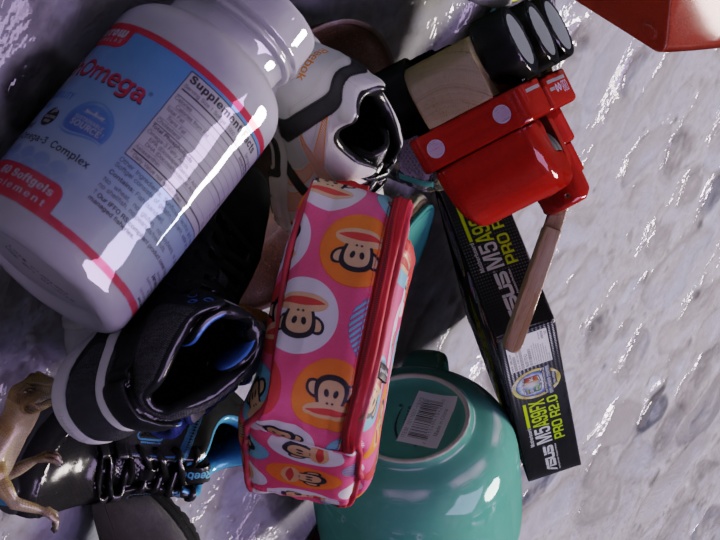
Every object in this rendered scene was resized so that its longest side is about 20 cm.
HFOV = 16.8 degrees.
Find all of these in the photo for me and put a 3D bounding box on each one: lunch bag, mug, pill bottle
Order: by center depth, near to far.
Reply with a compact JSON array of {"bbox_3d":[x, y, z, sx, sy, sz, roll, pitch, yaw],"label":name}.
[{"bbox_3d":[-0.116,-0.073,1.327,0.200,0.109,0.109,-53,152,-17],"label":"pill bottle"},{"bbox_3d":[-0.018,0.034,1.413,0.200,0.082,0.177,100,1,-70],"label":"lunch bag"},{"bbox_3d":[0.032,0.133,1.752,0.152,0.185,0.115,-23,137,-16],"label":"mug"}]

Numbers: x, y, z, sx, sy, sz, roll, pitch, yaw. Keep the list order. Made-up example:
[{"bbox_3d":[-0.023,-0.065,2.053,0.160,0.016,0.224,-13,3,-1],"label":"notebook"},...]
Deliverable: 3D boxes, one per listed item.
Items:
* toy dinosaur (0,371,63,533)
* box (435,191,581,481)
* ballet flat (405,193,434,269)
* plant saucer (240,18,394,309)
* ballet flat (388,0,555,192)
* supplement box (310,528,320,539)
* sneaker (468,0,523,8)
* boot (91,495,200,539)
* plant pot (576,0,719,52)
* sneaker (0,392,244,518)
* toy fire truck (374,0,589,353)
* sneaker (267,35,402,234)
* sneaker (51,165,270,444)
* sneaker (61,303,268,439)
[{"bbox_3d":[-0.238,0.132,1.376,0.200,0.058,0.101,-37,120,-13],"label":"toy dinosaur"},{"bbox_3d":[0.106,0.035,1.758,0.044,0.160,0.200,-19,145,-2],"label":"box"},{"bbox_3d":[0.000,0.000,1.628,0.200,0.069,0.070,-65,168,-58],"label":"ballet flat"},{"bbox_3d":[-0.052,-0.070,1.518,0.200,0.037,0.201,-41,147,-34],"label":"plant saucer"},{"bbox_3d":[0.094,-0.125,1.680,0.200,0.072,0.072,-49,150,-23],"label":"ballet flat"},{"bbox_3d":[-0.017,0.278,1.820,0.200,0.109,0.061,-57,153,-7],"label":"supplement box"},{"bbox_3d":[0.063,-0.226,1.526,0.200,0.076,0.105,-4,118,-58],"label":"sneaker"},{"bbox_3d":[-0.145,0.238,1.512,0.131,0.068,0.200,-26,99,-50],"label":"boot"},{"bbox_3d":[0.223,-0.264,1.659,0.176,0.200,0.200,-30,140,-28],"label":"plant pot"},{"bbox_3d":[-0.136,0.107,1.487,0.200,0.082,0.073,-24,138,-47],"label":"sneaker"},{"bbox_3d":[0.095,-0.055,1.549,0.128,0.200,0.176,-27,-179,18],"label":"toy fire truck"},{"bbox_3d":[-0.012,-0.064,1.469,0.074,0.080,0.200,-54,153,-19],"label":"sneaker"},{"bbox_3d":[-0.080,0.015,1.356,0.073,0.112,0.200,47,57,-26],"label":"sneaker"},{"bbox_3d":[-0.112,0.061,1.466,0.200,0.075,0.088,15,67,-54],"label":"sneaker"}]
